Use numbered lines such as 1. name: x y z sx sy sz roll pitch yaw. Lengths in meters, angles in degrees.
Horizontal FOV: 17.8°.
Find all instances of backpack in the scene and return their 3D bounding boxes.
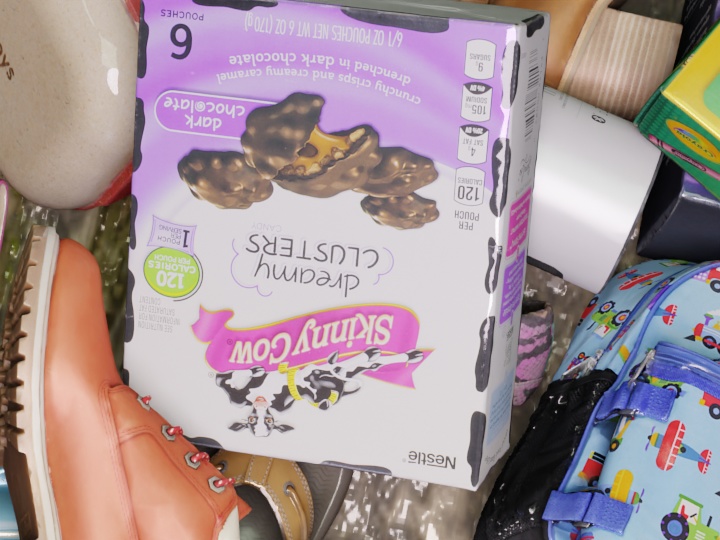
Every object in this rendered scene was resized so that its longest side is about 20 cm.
1. backpack: 0.169 0.086 1.041 0.182 0.135 0.201 33 65 -8

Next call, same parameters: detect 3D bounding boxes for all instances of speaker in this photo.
1. speaker: 0.036 -0.065 1.069 0.199 0.081 0.082 24 75 1

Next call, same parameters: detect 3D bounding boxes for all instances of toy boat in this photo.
1. toy boat: -0.128 -0.136 1.107 0.130 0.130 0.201 -17 76 -39

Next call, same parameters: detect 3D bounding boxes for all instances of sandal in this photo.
1. sandal: -0.060 0.119 1.064 0.081 0.055 0.201 27 75 3

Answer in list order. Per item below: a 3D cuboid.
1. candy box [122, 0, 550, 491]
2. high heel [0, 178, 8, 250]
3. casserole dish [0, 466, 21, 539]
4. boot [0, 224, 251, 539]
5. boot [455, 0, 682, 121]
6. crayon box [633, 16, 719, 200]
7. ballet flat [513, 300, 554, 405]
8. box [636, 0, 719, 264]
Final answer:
1. candy box: -0.012 -0.019 1.000 0.166 0.072 0.202 7 103 14
2. high heel: -0.186 0.053 1.068 0.095 0.067 0.201 -19 65 0
3. casserole dish: -0.148 0.186 1.013 0.120 0.039 0.202 4 92 -11
4. boot: -0.102 0.079 0.977 0.106 0.075 0.202 -4 81 -15
5. boot: 0.091 -0.175 1.126 0.154 0.077 0.202 14 82 3
6. crayon box: 0.237 -0.051 1.021 0.200 0.058 0.119 41 76 5
7. ballet flat: 0.000 0.000 1.088 0.199 0.069 0.072 23 99 -1
8. box: 0.229 -0.094 1.115 0.147 0.104 0.202 12 75 -2
